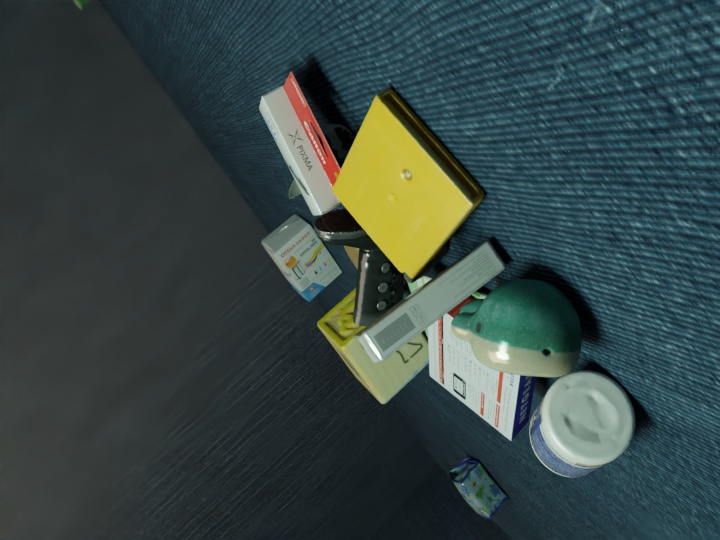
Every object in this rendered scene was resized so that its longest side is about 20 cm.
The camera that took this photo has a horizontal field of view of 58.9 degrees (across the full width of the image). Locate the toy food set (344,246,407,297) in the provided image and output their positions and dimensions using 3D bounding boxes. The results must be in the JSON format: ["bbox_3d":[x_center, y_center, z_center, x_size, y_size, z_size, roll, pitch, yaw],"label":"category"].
[{"bbox_3d":[0.034,-0.011,1.384,0.202,0.048,0.198,54,170,-8],"label":"toy food set"}]

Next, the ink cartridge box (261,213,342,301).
[{"bbox_3d":[-0.184,-0.042,1.977,0.202,0.147,0.144,56,169,-29],"label":"ink cartridge box"}]

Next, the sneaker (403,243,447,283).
[{"bbox_3d":[0.073,-0.061,0.957,0.115,0.076,0.200,49,167,22],"label":"sneaker"}]

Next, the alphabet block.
[{"bbox_3d":[0.039,0.171,1.600,0.202,0.194,0.196,56,167,-25],"label":"alphabet block"}]

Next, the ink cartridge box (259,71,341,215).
[{"bbox_3d":[-0.089,-0.186,0.987,0.203,0.044,0.176,63,170,-9],"label":"ink cartridge box"}]

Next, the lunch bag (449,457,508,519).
[{"bbox_3d":[0.404,0.765,2.248,0.171,0.127,0.200,50,161,5],"label":"lunch bag"}]

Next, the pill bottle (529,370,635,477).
[{"bbox_3d":[0.285,0.212,0.849,0.111,0.110,0.201,46,169,22],"label":"pill bottle"}]

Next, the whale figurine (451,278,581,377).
[{"bbox_3d":[0.186,0.056,0.773,0.200,0.155,0.107,-126,43,-77],"label":"whale figurine"}]

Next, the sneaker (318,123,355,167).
[{"bbox_3d":[-0.004,-0.149,1.048,0.203,0.079,0.084,64,-179,-14],"label":"sneaker"}]

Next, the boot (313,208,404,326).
[{"bbox_3d":[0.001,0.000,1.032,0.066,0.161,0.204,-125,31,-47],"label":"boot"}]

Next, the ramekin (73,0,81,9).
[{"bbox_3d":[-1.100,-1.122,2.447,0.201,0.097,0.200,49,170,12],"label":"ramekin"}]

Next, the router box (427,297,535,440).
[{"bbox_3d":[0.184,0.142,0.987,0.178,0.049,0.203,36,149,34],"label":"router box"}]

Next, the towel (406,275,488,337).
[{"bbox_3d":[0.161,0.080,1.033,0.198,0.023,0.155,19,139,51],"label":"towel"}]

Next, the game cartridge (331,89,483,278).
[{"bbox_3d":[0.051,-0.101,0.823,0.177,0.032,0.201,50,149,9],"label":"game cartridge"}]

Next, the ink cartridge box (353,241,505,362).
[{"bbox_3d":[0.086,0.048,0.865,0.045,0.198,0.176,54,171,4],"label":"ink cartridge box"}]

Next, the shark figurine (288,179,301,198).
[{"bbox_3d":[-0.108,-0.176,1.339,0.215,0.089,0.129,48,171,31],"label":"shark figurine"}]
